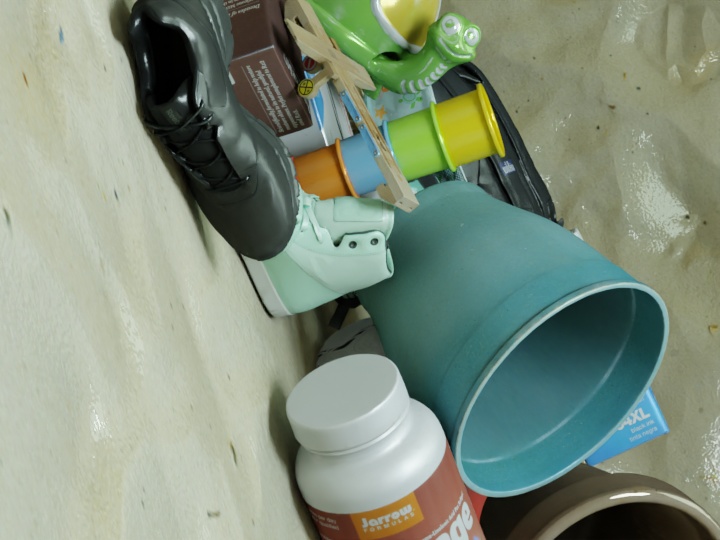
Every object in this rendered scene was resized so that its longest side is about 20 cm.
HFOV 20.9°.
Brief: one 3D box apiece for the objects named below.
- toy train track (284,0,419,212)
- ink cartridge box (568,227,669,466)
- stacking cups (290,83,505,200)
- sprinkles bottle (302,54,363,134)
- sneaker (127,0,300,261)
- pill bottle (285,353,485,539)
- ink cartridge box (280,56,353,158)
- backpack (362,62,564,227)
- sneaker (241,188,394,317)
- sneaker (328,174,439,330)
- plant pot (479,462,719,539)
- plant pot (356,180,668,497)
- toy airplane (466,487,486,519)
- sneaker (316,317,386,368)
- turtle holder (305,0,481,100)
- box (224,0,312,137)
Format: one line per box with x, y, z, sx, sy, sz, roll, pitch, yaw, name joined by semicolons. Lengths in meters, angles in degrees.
-0.015;-0.119;1.443;0.115;0.032;0.200;25;32;-56;toy train track
0.203;0.066;1.791;0.146;0.084;0.201;-24;90;-84;ink cartridge box
0.011;-0.082;1.509;0.060;0.199;0.061;-20;90;-80;stacking cups
-0.044;-0.217;1.857;0.068;0.068;0.201;31;44;-77;sprinkles bottle
-0.105;-0.094;1.284;0.201;0.076;0.091;65;20;-11;sneaker
0.019;0.164;1.400;0.112;0.112;0.201;-92;162;-59;pill bottle
-0.048;-0.115;1.641;0.200;0.068;0.117;-31;104;-81;ink cartridge box
0.079;-0.098;1.798;0.177;0.150;0.201;-23;91;-66;backpack
-0.041;-0.055;1.408;0.201;0.118;0.074;63;15;-45;sneaker
0.000;0.000;1.642;0.078;0.140;0.200;33;30;5;sneaker
0.177;0.232;1.558;0.175;0.200;0.201;-130;-162;-66;plant pot
0.099;0.037;1.494;0.188;0.200;0.200;46;-10;36;plant pot
0.127;0.125;1.822;0.199;0.140;0.201;119;-32;-50;toy airplane
0.013;0.126;1.569;0.200;0.075;0.115;-82;155;-58;sneaker
0.005;-0.226;1.611;0.141;0.132;0.186;35;9;-30;turtle holder
-0.094;-0.205;1.508;0.100;0.075;0.201;62;16;-53;box
